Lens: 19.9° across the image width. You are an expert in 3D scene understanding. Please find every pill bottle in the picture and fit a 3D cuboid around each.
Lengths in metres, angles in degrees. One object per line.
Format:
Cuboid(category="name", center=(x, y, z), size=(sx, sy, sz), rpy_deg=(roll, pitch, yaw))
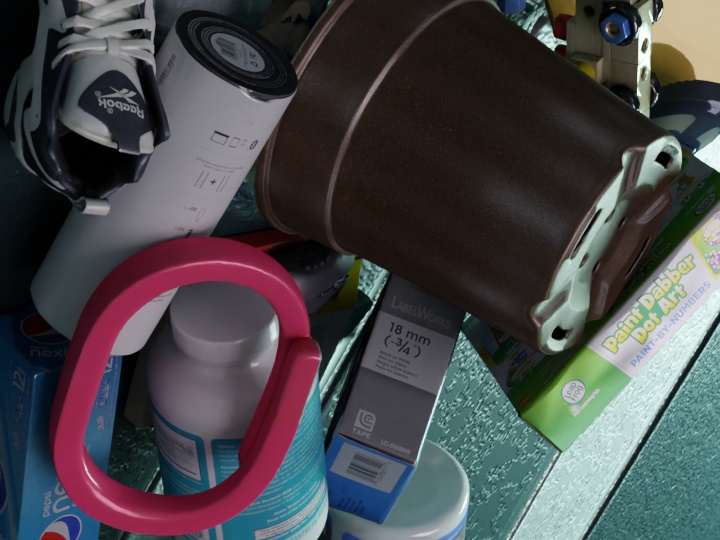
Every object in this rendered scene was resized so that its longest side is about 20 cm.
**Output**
Cuboid(category="pill bottle", center=(0.023, 0.236, 1.600), size=(0.113, 0.114, 0.201), rpy_deg=(-27, 138, -33))
Cuboid(category="pill bottle", center=(-0.079, 0.095, 1.327), size=(0.110, 0.111, 0.201), rpy_deg=(-32, 140, -28))

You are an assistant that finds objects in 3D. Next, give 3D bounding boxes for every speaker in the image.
Cuboid(category="speaker", center=(-0.116, -0.047, 1.191), size=(0.081, 0.081, 0.201), rpy_deg=(-3, 134, -48))

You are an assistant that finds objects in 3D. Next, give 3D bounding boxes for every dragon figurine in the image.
Cuboid(category="dragon figurine", center=(-0.048, -0.124, 1.259), size=(0.200, 0.059, 0.100), rpy_deg=(-43, 144, -15))

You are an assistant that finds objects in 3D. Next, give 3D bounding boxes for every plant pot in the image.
Cuboid(category="plant pot", center=(0.073, -0.062, 1.241), size=(0.200, 0.198, 0.201), rpy_deg=(-46, 156, -27))

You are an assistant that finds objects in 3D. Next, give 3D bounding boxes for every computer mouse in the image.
Cuboid(category="computer mouse", center=(0.000, 0.000, 1.407), size=(0.199, 0.034, 0.059), rpy_deg=(-17, 130, -42))

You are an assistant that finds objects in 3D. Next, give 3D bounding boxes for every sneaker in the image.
Cuboid(category="sneaker", center=(0.198, -0.064, 1.493), size=(0.070, 0.083, 0.200), rpy_deg=(20, 143, -29))
Cuboid(category="sneaker", center=(-0.133, -0.120, 1.090), size=(0.079, 0.130, 0.200), rpy_deg=(9, 117, -32))

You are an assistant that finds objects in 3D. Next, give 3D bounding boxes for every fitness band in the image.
Cuboid(category="fitness band", center=(-0.105, 0.070, 1.208), size=(0.143, 0.038, 0.201), rpy_deg=(11, 120, -18))

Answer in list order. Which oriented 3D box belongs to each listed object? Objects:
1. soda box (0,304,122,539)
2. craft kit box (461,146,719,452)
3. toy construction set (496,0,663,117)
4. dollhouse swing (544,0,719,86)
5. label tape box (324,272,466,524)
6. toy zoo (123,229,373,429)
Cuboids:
Cuboid(category="soda box", center=(-0.202, 0.120, 1.282), size=(0.068, 0.064, 0.201), rpy_deg=(-18, 132, -39))
Cuboid(category="craft kit box", center=(0.164, 0.005, 1.357), size=(0.048, 0.198, 0.200), rpy_deg=(41, 96, -14))
Cuboid(category="toy construction set", center=(0.137, -0.149, 1.412), size=(0.092, 0.130, 0.201), rpy_deg=(-52, 144, -34))
Cuboid(category="dollhouse swing", center=(0.234, -0.237, 1.517), size=(0.182, 0.175, 0.201), rpy_deg=(-83, -163, -73))
Cuboid(category="label tape box", center=(0.029, 0.059, 1.439), size=(0.144, 0.063, 0.201), rpy_deg=(113, -3, -65))
Cuboid(category="toy zoo", center=(-0.066, 0.032, 1.404), size=(0.199, 0.020, 0.132), rpy_deg=(-11, 127, -45))
